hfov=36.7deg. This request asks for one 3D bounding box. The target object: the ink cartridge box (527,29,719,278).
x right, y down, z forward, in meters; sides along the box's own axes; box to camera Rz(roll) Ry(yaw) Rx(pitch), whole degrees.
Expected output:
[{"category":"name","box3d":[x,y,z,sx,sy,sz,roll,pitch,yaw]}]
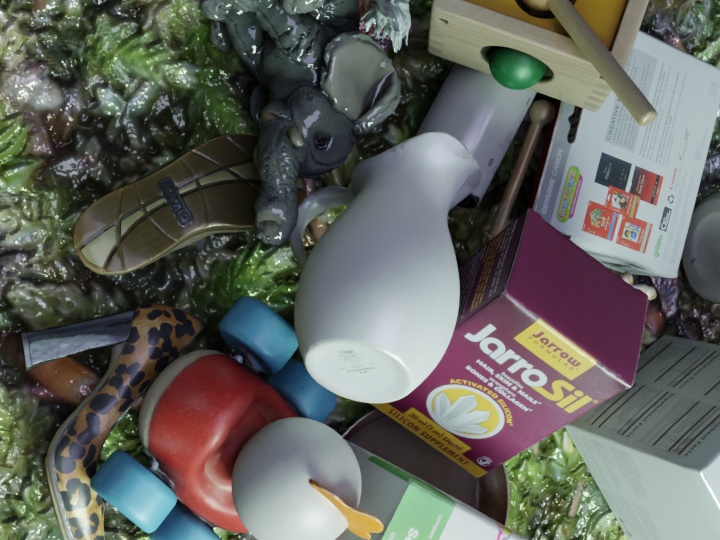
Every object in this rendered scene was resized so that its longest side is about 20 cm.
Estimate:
[{"category":"ink cartridge box","box3d":[0.227,-0.114,1.003,0.174,0.084,0.202,18,86,-26]}]

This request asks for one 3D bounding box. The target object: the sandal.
[{"category":"sandal","box3d":[-0.137,-0.051,0.867,0.199,0.054,0.081,-26,89,-25]}]

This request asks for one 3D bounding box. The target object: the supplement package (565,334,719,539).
[{"category":"supplement package","box3d":[0.326,0.173,1.004,0.150,0.200,0.152,-36,107,-17]}]

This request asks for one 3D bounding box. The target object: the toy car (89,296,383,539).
[{"category":"toy car","box3d":[-0.058,0.157,0.813,0.185,0.199,0.177,-51,142,-18]}]

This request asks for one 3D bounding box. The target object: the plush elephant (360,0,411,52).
[{"category":"plush elephant","box3d":[0.033,-0.265,0.749,0.163,0.155,0.202,18,92,10]}]

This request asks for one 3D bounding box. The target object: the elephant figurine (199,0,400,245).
[{"category":"elephant figurine","box3d":[-0.042,-0.138,0.866,0.154,0.141,0.202,-20,95,-6]}]

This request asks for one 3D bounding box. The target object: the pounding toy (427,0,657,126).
[{"category":"pounding toy","box3d":[0.157,-0.216,0.853,0.183,0.142,0.202,20,82,4]}]

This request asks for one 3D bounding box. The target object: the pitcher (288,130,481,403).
[{"category":"pitcher","box3d":[0.000,0.000,0.844,0.121,0.170,0.201,49,42,-36]}]

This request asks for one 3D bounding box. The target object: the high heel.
[{"category":"high heel","box3d":[-0.177,0.130,0.853,0.141,0.071,0.202,-11,91,-20]}]

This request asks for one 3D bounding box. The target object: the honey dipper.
[{"category":"honey dipper","box3d":[0.131,-0.055,0.972,0.038,0.038,0.202,18,98,-23]}]

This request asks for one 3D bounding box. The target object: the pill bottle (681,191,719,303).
[{"category":"pill bottle","box3d":[0.431,-0.017,1.087,0.198,0.109,0.111,4,92,-23]}]

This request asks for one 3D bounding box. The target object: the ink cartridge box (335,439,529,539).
[{"category":"ink cartridge box","box3d":[0.068,0.230,0.890,0.199,0.145,0.084,32,81,-22]}]

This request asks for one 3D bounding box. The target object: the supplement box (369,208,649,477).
[{"category":"supplement box","box3d":[0.117,0.066,0.889,0.130,0.200,0.104,35,46,-11]}]

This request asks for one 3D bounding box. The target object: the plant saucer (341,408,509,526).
[{"category":"plant saucer","box3d":[0.041,0.212,0.974,0.198,0.034,0.202,-2,94,-22]}]

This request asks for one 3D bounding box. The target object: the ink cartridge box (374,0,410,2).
[{"category":"ink cartridge box","box3d":[0.032,-0.361,0.930,0.200,0.047,0.198,-47,108,-15]}]

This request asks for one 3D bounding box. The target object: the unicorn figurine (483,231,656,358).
[{"category":"unicorn figurine","box3d":[0.195,0.048,0.980,0.136,0.074,0.202,-19,116,-24]}]

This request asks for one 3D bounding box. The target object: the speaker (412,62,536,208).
[{"category":"speaker","box3d":[0.114,-0.160,0.957,0.081,0.081,0.201,31,81,-22]}]
